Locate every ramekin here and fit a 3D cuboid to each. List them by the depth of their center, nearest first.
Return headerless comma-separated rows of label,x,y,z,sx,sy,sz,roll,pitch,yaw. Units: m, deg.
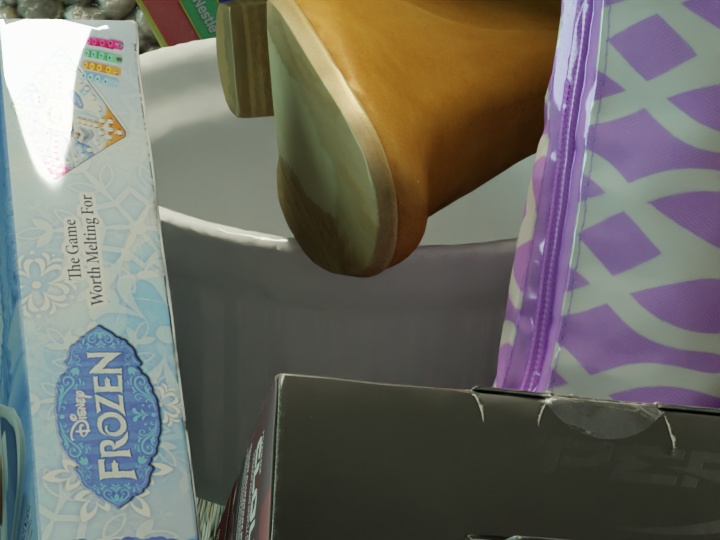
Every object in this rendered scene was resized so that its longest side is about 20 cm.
ramekin,0.000,0.000,0.919,0.201,0.200,0.098,-100,12,-66

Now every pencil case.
pencil case,0.078,-0.028,0.745,0.084,0.085,0.201,18,106,50

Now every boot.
boot,0.042,-0.056,0.831,0.201,0.143,0.071,-124,29,-69

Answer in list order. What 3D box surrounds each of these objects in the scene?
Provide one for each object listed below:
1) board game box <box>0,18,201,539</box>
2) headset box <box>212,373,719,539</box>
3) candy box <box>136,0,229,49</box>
board game box,-0.080,0.072,0.781,0.200,0.043,0.200,104,161,-50
headset box,0.039,0.091,0.685,0.200,0.148,0.075,114,160,-64
candy box,-0.043,-0.109,1.134,0.169,0.077,0.200,63,180,-37
